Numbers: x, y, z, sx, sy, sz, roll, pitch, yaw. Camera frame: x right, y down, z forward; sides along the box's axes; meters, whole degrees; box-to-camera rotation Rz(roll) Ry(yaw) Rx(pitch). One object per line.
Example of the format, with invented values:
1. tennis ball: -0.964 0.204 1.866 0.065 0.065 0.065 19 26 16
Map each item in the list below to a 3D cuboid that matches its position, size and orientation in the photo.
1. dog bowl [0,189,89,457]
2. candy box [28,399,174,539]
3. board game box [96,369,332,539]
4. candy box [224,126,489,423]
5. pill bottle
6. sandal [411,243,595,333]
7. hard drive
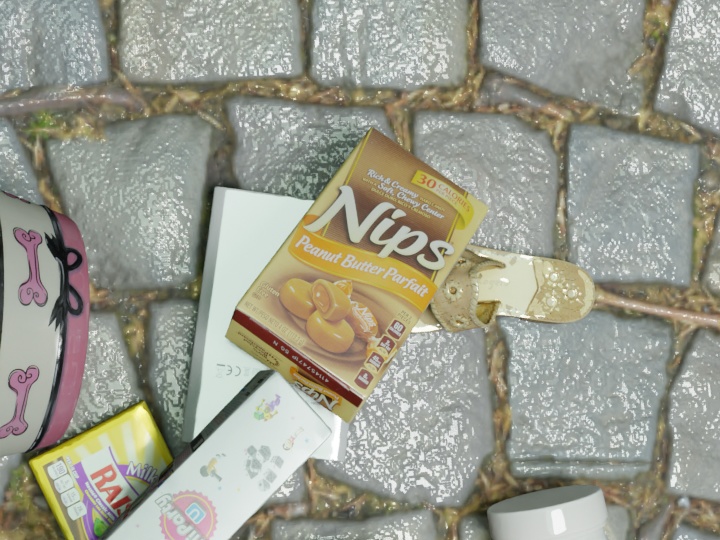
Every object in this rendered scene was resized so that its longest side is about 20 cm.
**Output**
1. dog bowl: -0.252 0.040 0.980 0.073 0.199 0.203 6 84 -27
2. candy box: -0.169 0.214 1.060 0.101 0.026 0.202 -27 91 -14
3. board game box: -0.116 0.163 0.982 0.200 0.148 0.064 -45 92 -8
4. candy box: 0.000 0.000 1.027 0.115 0.055 0.201 34 59 2
5. pill bottle: 0.164 0.279 1.070 0.115 0.116 0.203 -12 88 -11
6. sandal: 0.096 0.012 1.101 0.209 0.070 0.079 2 86 -10
7. hard drive: -0.065 0.043 1.086 0.130 0.025 0.203 7 85 -4
